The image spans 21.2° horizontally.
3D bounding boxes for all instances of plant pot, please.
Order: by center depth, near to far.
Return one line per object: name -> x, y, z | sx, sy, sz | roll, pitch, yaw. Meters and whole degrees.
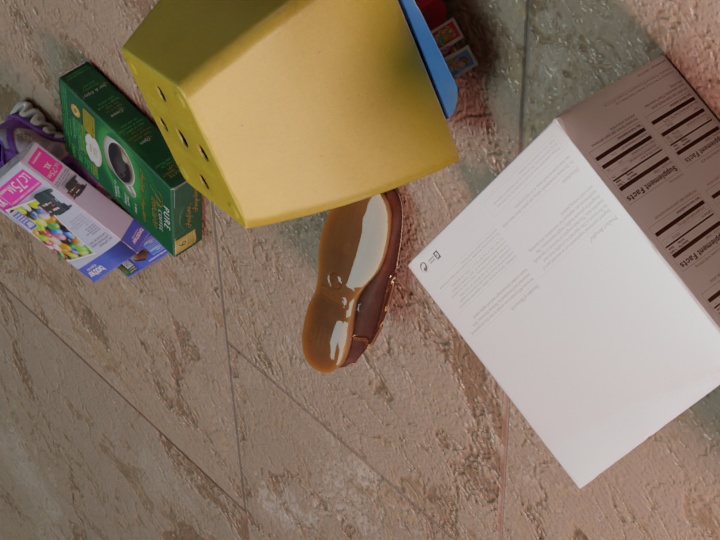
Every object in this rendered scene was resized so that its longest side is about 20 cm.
plant pot -> -0.069, -0.149, 1.529 | 0.200, 0.176, 0.200 | 37, 156, 56

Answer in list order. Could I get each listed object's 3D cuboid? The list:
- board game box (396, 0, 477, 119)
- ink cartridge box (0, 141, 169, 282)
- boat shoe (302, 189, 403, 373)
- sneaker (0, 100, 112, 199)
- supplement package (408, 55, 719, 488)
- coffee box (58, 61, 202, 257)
board game box -> 0.030, -0.213, 1.501 | 0.201, 0.039, 0.158 | 62, 166, -17
ink cartridge box -> -0.320, -0.054, 2.167 | 0.200, 0.042, 0.119 | 37, 147, -18
boat shoe -> 0.000, 0.000, 1.754 | 0.070, 0.070, 0.201 | 38, 128, 26
sneaker -> -0.364, -0.119, 2.209 | 0.200, 0.088, 0.081 | 32, 143, 38
supplement package -> 0.181, 0.001, 1.327 | 0.200, 0.147, 0.191 | 52, 136, 7
coffee box -> -0.245, -0.118, 2.059 | 0.200, 0.044, 0.123 | 43, 151, 26
